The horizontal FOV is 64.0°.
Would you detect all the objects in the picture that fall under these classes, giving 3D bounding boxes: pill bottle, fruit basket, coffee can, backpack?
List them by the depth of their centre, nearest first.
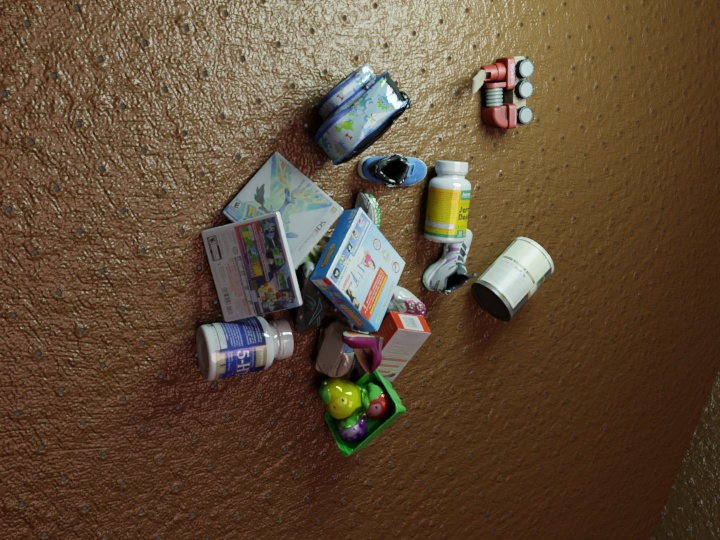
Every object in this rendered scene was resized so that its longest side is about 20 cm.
[{"bbox_3d":[-0.016,-0.338,1.267,0.200,0.183,0.147,-44,98,-10],"label":"backpack"},{"bbox_3d":[-0.256,0.167,1.287,0.196,0.119,0.122,-8,107,-29],"label":"pill bottle"},{"bbox_3d":[-0.013,0.346,1.447,0.212,0.157,0.218,-22,145,-17],"label":"fruit basket"},{"bbox_3d":[0.228,-0.179,1.494,0.111,0.112,0.205,-3,104,-30],"label":"pill bottle"},{"bbox_3d":[0.437,0.024,1.659,0.200,0.146,0.147,-43,121,-14],"label":"coffee can"}]

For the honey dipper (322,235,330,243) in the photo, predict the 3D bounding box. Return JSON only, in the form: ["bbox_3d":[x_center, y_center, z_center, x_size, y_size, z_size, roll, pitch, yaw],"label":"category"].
[{"bbox_3d":[-0.062,-0.059,1.360,0.199,0.038,0.038,38,83,-16],"label":"honey dipper"}]

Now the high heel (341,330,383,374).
[{"bbox_3d":[0.004,0.195,1.339,0.199,0.066,0.098,22,81,-60],"label":"high heel"}]

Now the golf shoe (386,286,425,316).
[{"bbox_3d":[0.073,0.069,1.493,0.197,0.092,0.076,27,108,-21],"label":"golf shoe"}]

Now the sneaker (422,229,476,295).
[{"bbox_3d":[0.268,-0.016,1.546,0.077,0.139,0.202,38,83,-32],"label":"sneaker"}]

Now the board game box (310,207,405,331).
[{"bbox_3d":[0.000,0.000,1.309,0.196,0.055,0.202,48,52,-32],"label":"board game box"}]

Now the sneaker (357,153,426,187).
[{"bbox_3d":[0.101,-0.240,1.400,0.196,0.111,0.078,1,103,-32],"label":"sneaker"}]

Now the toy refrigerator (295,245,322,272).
[{"bbox_3d":[-0.138,-0.039,1.332,0.076,0.070,0.201,-44,121,-13],"label":"toy refrigerator"}]

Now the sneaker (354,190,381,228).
[{"bbox_3d":[-0.005,-0.092,1.395,0.084,0.078,0.205,2,103,-31],"label":"sneaker"}]

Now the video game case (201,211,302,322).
[{"bbox_3d":[-0.231,-0.006,1.227,0.178,0.023,0.204,-12,97,12],"label":"video game case"}]

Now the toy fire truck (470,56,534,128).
[{"bbox_3d":[0.351,-0.457,1.500,0.196,0.129,0.180,-10,109,-16],"label":"toy fire truck"}]

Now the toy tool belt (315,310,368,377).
[{"bbox_3d":[-0.035,0.165,1.441,0.122,0.123,0.204,5,106,-64],"label":"toy tool belt"}]

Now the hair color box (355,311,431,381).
[{"bbox_3d":[0.080,0.199,1.482,0.109,0.064,0.201,10,128,-33],"label":"hair color box"}]

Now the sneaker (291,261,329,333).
[{"bbox_3d":[-0.112,0.058,1.317,0.078,0.076,0.202,-3,134,-16],"label":"sneaker"}]

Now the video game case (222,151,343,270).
[{"bbox_3d":[-0.167,-0.128,1.253,0.199,0.022,0.183,40,78,1],"label":"video game case"}]
